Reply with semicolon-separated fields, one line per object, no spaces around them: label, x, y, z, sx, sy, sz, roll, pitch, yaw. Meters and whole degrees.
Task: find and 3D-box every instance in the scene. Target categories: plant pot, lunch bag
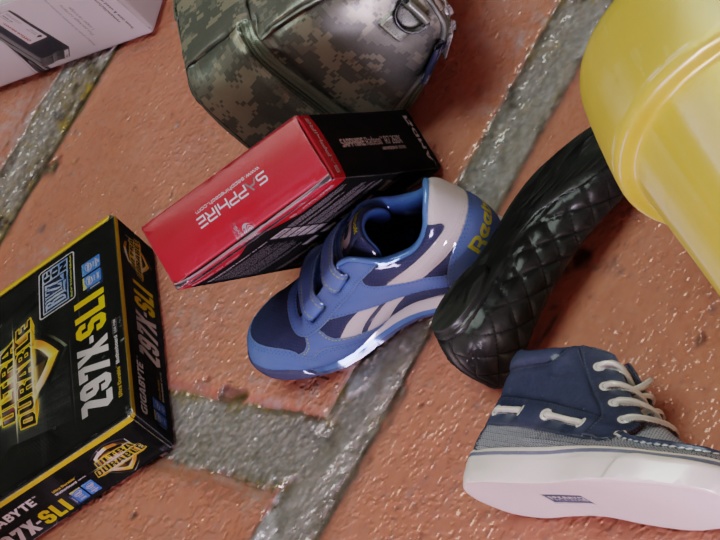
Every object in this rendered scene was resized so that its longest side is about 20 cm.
plant pot;0.236;-0.057;1.516;0.200;0.201;0.189;-34;53;20
lunch bag;-0.022;-0.179;1.920;0.168;0.139;0.200;-39;32;23

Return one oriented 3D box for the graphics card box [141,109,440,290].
graphics card box;-0.039;-0.046;1.795;0.125;0.200;0.051;-35;81;20

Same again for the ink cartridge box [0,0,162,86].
ink cartridge box;-0.241;-0.236;2.253;0.199;0.084;0.145;-15;47;36

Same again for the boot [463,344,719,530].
boot;0.139;0.085;1.574;0.199;0.073;0.091;0;63;47

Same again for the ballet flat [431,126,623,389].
ballet flat;0.116;-0.018;1.726;0.200;0.057;0.066;-50;24;-13

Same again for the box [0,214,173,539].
box;-0.206;0.078;1.965;0.159;0.049;0.200;-32;39;19

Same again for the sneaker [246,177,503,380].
sneaker;0.000;0.000;1.791;0.200;0.082;0.074;-29;43;27
